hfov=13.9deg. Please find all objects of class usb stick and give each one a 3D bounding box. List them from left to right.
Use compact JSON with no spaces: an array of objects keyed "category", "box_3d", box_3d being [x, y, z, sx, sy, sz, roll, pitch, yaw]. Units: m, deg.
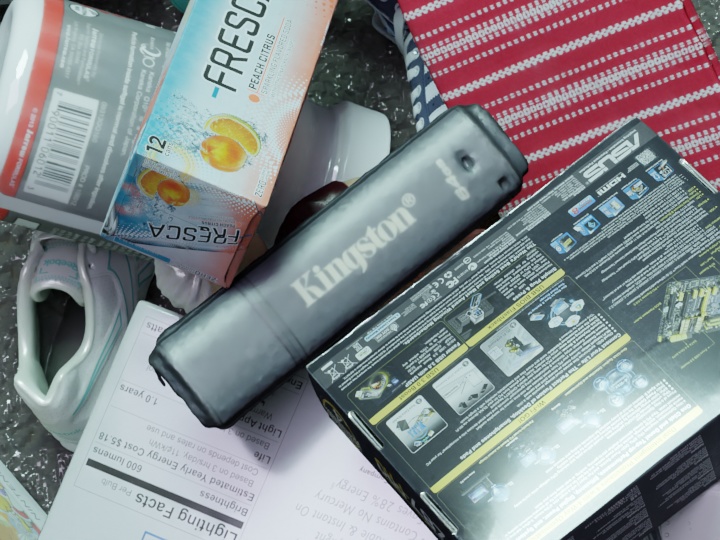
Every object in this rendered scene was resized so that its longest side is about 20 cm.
[{"category":"usb stick","box_3d":[-0.010,-0.002,1.381,0.200,0.033,0.056,-38,76,-8]}]

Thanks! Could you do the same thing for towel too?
[{"category":"towel","box_3d":[0.105,-0.095,1.421,0.144,0.022,0.201,-21,100,31]}]

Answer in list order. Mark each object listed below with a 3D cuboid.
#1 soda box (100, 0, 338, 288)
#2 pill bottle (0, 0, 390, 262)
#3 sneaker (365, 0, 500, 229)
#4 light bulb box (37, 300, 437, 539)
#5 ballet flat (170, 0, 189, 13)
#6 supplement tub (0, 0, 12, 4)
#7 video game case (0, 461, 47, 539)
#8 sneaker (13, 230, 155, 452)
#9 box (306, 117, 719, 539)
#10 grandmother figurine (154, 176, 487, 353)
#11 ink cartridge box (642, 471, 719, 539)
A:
[{"category":"soda box","box_3d":[-0.061,-0.089,1.410,0.068,0.064,0.201,23,45,-5]},{"category":"pill bottle","box_3d":[-0.094,-0.061,1.496,0.199,0.116,0.117,16,79,-13]},{"category":"sneaker","box_3d":[0.039,-0.096,1.525,0.108,0.070,0.201,12,73,14]},{"category":"light bulb box","box_3d":[-0.047,0.149,1.458,0.197,0.125,0.201,21,82,19]},{"category":"ballet flat","box_3d":[-0.036,-0.181,1.530,0.200,0.069,0.063,-12,46,52]},{"category":"supplement tub","box_3d":[-0.174,-0.246,1.573,0.122,0.122,0.201,-6,93,15]},{"category":"video game case","box_3d":[-0.231,0.096,1.485,0.023,0.200,0.182,-47,68,9]},{"category":"sneaker","box_3d":[-0.142,-0.009,1.553,0.070,0.080,0.202,-2,74,17]},{"category":"box","box_3d":[0.099,0.042,1.327,0.200,0.049,0.161,-37,50,-9]},{"category":"grandmother figurine","box_3d":[0.000,0.000,1.423,0.199,0.061,0.122,3,47,0]},{"category":"ink cartridge box","box_3d":[0.165,0.136,1.369,0.199,0.084,0.146,8,123,27]}]
